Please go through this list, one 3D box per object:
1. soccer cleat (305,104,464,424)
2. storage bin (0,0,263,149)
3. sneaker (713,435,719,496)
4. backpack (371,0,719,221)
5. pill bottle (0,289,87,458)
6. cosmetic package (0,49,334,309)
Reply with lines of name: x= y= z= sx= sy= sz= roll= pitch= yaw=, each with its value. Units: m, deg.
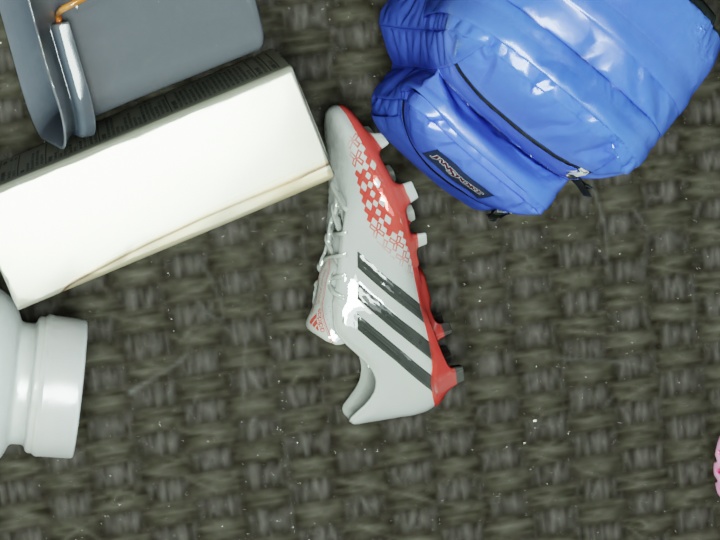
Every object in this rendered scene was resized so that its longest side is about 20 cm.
soccer cleat: x=0.000 y=0.000 z=1.225 sx=0.084 sy=0.069 sz=0.202 roll=-20 pitch=108 yaw=-9
storage bin: x=-0.139 y=-0.187 z=1.138 sx=0.133 sy=0.145 sz=0.202 roll=-19 pitch=104 yaw=-15
sneaker: x=0.287 y=0.184 z=1.291 sx=0.078 sy=0.095 sz=0.202 roll=-19 pitch=102 yaw=-3
backpack: x=0.104 y=-0.117 z=1.137 sx=0.162 sy=0.200 sz=0.169 roll=33 pitch=83 yaw=-15
pill bottle: x=-0.262 y=0.059 z=1.173 sx=0.198 sy=0.112 sz=0.114 roll=7 pitch=100 yaw=-10
cosmetic package: x=-0.123 y=-0.056 z=1.176 sx=0.198 sy=0.104 sz=0.074 roll=-23 pitch=104 yaw=-2
